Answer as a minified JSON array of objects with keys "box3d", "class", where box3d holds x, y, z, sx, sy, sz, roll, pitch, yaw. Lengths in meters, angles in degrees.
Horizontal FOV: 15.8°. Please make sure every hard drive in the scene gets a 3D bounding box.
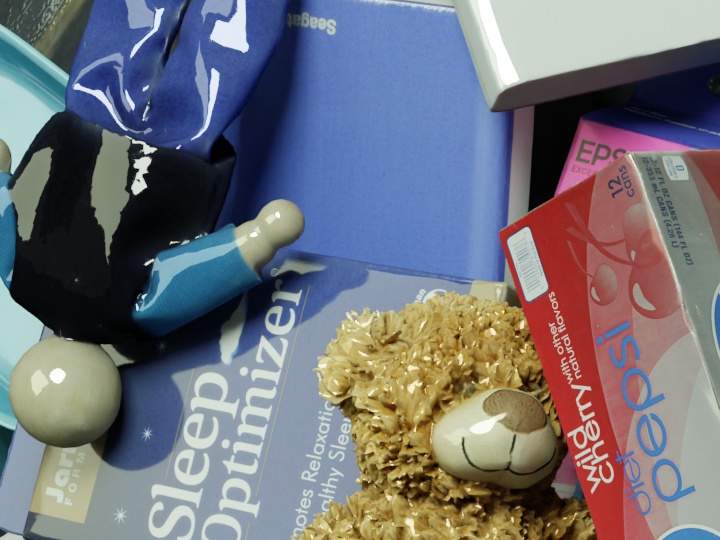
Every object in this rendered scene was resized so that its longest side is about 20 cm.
[{"box3d":[0.077,-0.161,0.896,0.027,0.131,0.201,113,142,-68],"class":"hard drive"},{"box3d":[0.000,0.000,0.943,0.131,0.025,0.202,11,104,36],"class":"hard drive"}]

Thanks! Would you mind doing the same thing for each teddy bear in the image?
[{"box3d":[0.033,0.109,0.812,0.067,0.144,0.201,-69,0,-88],"class":"teddy bear"}]

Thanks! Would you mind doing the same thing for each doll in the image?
[{"box3d":[-0.075,-0.034,0.908,0.136,0.048,0.201,18,84,26],"class":"doll"}]

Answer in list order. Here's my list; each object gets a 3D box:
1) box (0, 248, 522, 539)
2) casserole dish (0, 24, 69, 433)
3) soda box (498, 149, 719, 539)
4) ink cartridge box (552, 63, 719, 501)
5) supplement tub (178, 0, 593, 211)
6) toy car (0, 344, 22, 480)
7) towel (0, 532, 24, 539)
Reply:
[{"box3d":[-0.045,0.051,0.914,0.199,0.032,0.122,9,80,31],"class":"box"},{"box3d":[-0.136,-0.018,1.020,0.200,0.039,0.121,38,92,28],"class":"casserole dish"},{"box3d":[0.112,0.066,0.776,0.063,0.070,0.201,-31,69,43],"class":"soda box"},{"box3d":[0.103,0.013,0.881,0.094,0.037,0.201,17,84,35],"class":"ink cartridge box"},{"box3d":[0.008,-0.093,1.022,0.200,0.107,0.107,41,106,48],"class":"supplement tub"},{"box3d":[-0.110,0.002,1.140,0.200,0.177,0.184,-40,49,-8],"class":"toy car"},{"box3d":[-0.070,0.152,1.004,0.200,0.031,0.150,-26,90,45],"class":"towel"}]
